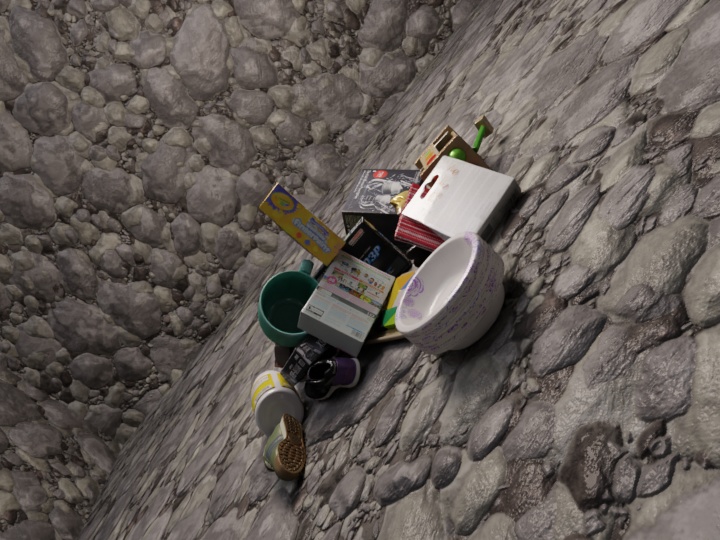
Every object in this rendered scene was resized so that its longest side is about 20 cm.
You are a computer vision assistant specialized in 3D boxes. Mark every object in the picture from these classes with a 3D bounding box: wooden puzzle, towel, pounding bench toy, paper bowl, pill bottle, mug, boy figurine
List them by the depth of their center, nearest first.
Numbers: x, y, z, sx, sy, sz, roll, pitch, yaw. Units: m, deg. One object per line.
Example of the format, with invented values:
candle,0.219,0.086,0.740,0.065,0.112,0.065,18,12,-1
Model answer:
paper bowl,0.154,0.047,0.964,0.201,0.104,0.202,-47,17,18
wooden puzzle,0.094,0.062,1.237,0.202,0.037,0.184,-59,16,-25
towel,0.156,-0.107,1.264,0.202,0.141,0.023,-68,-4,-47
boy figurine,0.112,-0.110,1.336,0.064,0.124,0.203,-31,50,17
mug,-0.148,0.086,1.353,0.184,0.153,0.115,-35,-14,-26
pounding bench toy,0.241,-0.268,1.383,0.200,0.124,0.157,-47,16,16
pill bottle,-0.203,0.310,1.405,0.115,0.114,0.200,-52,15,-5

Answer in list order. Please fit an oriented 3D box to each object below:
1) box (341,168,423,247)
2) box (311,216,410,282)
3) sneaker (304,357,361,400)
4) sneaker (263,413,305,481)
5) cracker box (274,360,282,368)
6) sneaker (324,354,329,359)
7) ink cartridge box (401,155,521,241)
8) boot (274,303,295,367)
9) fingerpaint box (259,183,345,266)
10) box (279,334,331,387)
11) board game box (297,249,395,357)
box,0.068,-0.167,1.532,0.177,0.106,0.202,4,43,17
box,0.000,0.000,1.417,0.200,0.158,0.046,-47,11,14
sneaker,-0.086,0.223,1.262,0.199,0.086,0.078,-36,49,48
sneaker,-0.163,0.387,1.219,0.091,0.066,0.201,-56,14,12
cracker box,-0.196,0.157,1.669,0.135,0.056,0.204,-82,2,-63
sneaker,-0.081,0.160,1.494,0.078,0.066,0.202,-21,34,45
ink cartridge box,0.199,-0.135,1.191,0.164,0.050,0.199,-53,42,-6
boot,-0.173,0.171,1.493,0.200,0.062,0.191,65,-155,-69
fingerpaint box,-0.137,-0.104,1.364,0.074,0.199,0.167,-50,10,-1
box,-0.084,0.163,1.343,0.199,0.050,0.158,-41,-8,-33
board game box,-0.027,0.068,1.279,0.202,0.145,0.065,-59,-8,-40
